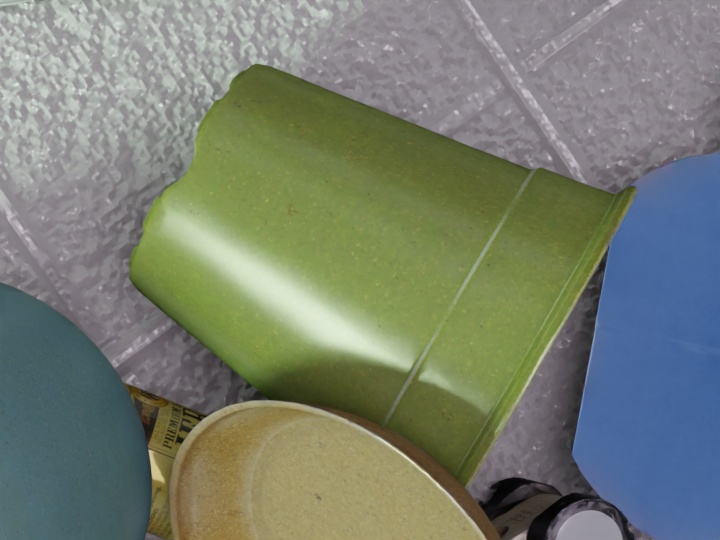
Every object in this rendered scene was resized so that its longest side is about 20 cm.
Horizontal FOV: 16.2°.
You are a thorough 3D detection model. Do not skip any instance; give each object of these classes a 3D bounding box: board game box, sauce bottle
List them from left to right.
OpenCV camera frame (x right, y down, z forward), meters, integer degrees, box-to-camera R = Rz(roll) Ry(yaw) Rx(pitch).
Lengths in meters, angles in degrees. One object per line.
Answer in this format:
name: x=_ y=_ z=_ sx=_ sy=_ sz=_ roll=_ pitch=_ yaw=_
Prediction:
sauce bottle: x=-0.104 y=0.092 z=1.213 sx=0.199 sy=0.065 sz=0.065 roll=22 pitch=85 yaw=-12
board game box: x=0.180 y=0.042 z=1.285 sx=0.157 sy=0.039 sz=0.201 roll=12 pitch=86 yaw=-22

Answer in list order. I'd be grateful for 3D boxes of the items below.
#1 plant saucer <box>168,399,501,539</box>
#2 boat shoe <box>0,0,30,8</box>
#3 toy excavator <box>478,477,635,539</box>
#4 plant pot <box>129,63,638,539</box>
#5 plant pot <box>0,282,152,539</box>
plant saucer: x=0.002 y=0.136 z=1.139 sx=0.201 sy=0.200 sz=0.035 roll=55 pitch=47 yaw=-6
boat shoe: x=-0.139 y=-0.161 z=1.208 sx=0.199 sy=0.069 sz=0.072 roll=1 pitch=89 yaw=-12
toy excavator: x=0.128 y=0.196 z=1.246 sx=0.194 sy=0.100 sz=0.201 roll=-29 pitch=100 yaw=-16
plant pot: x=0.000 y=0.000 z=1.190 sx=0.190 sy=0.200 sz=0.201 roll=31 pitch=83 yaw=4
plant pot: x=-0.202 y=0.115 z=1.124 sx=0.199 sy=0.135 sz=0.201 roll=1 pitch=106 yaw=4
